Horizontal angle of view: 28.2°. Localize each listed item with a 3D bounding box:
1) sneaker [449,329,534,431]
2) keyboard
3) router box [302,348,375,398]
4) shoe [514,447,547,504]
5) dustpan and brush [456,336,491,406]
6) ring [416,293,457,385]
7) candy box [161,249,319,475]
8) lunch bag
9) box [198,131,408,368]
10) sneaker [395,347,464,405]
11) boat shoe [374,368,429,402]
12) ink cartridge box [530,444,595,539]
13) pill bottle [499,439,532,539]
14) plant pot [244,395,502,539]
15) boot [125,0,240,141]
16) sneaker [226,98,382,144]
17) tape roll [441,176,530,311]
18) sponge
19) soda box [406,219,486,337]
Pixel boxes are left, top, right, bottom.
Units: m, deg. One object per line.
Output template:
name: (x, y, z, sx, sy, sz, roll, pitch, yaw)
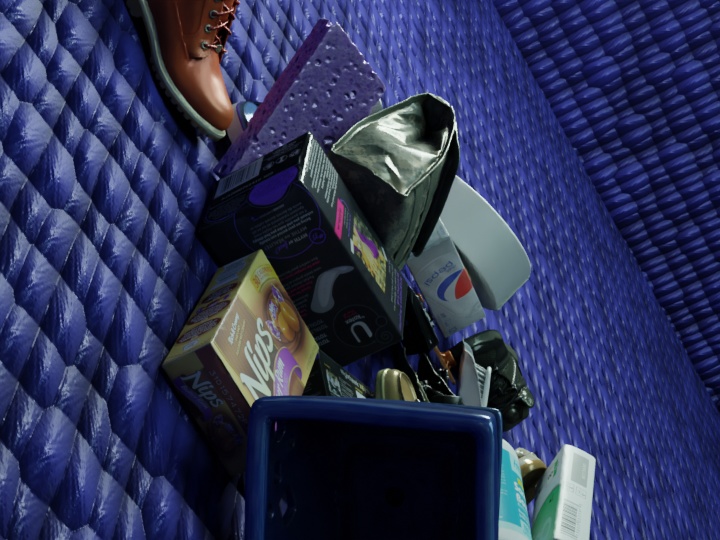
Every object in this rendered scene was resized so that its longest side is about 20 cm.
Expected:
sneaker: (0.183, 0.149, 1.944, 0.115, 0.076, 0.199, 66, 11, 24)
keyboard: (0.069, 0.081, 1.668, 0.200, 0.020, 0.129, 143, -73, -83)
router box: (-0.001, 0.189, 1.410, 0.200, 0.052, 0.159, 43, 28, -50)
shoe: (0.185, 0.255, 1.746, 0.053, 0.070, 0.200, 48, -10, 17)
dustpan and brush: (0.145, 0.191, 1.798, 0.140, 0.056, 0.203, -25, 121, -86)
ring: (0.075, 0.049, 1.774, 0.202, 0.019, 0.200, 63, 1, -2)
candy box: (-0.102, 0.076, 1.270, 0.118, 0.056, 0.200, 60, 17, -16)
lunch bag: (0.031, -0.084, 1.548, 0.117, 0.165, 0.200, 31, 40, 11)
box: (-0.052, -0.011, 1.413, 0.201, 0.121, 0.107, 58, 20, -24)
sneaker: (0.080, 0.177, 1.524, 0.059, 0.105, 0.200, 9, 23, -29)
boat shoe: (0.068, 0.185, 1.422, 0.073, 0.062, 0.202, 25, 42, -62)
ink cartridge box: (0.202, 0.322, 1.645, 0.050, 0.201, 0.162, 26, 34, -5)
pill bottle: (0.129, 0.258, 1.597, 0.111, 0.110, 0.202, 50, 24, -38)
plant pot: (0.022, 0.199, 1.171, 0.180, 0.197, 0.203, -7, 100, -78)
boot: (-0.158, -0.235, 1.432, 0.202, 0.106, 0.075, 67, 17, 1)
sneaker: (-0.052, -0.167, 1.572, 0.200, 0.145, 0.082, 16, 51, -68)
tape roll: (0.134, -0.043, 1.906, 0.202, 0.071, 0.203, 44, -11, 11)
sponge: (-0.060, -0.149, 1.495, 0.030, 0.201, 0.112, 23, -16, 44)
soda box: (0.097, 0.001, 1.797, 0.069, 0.063, 0.201, 64, 2, 36)
